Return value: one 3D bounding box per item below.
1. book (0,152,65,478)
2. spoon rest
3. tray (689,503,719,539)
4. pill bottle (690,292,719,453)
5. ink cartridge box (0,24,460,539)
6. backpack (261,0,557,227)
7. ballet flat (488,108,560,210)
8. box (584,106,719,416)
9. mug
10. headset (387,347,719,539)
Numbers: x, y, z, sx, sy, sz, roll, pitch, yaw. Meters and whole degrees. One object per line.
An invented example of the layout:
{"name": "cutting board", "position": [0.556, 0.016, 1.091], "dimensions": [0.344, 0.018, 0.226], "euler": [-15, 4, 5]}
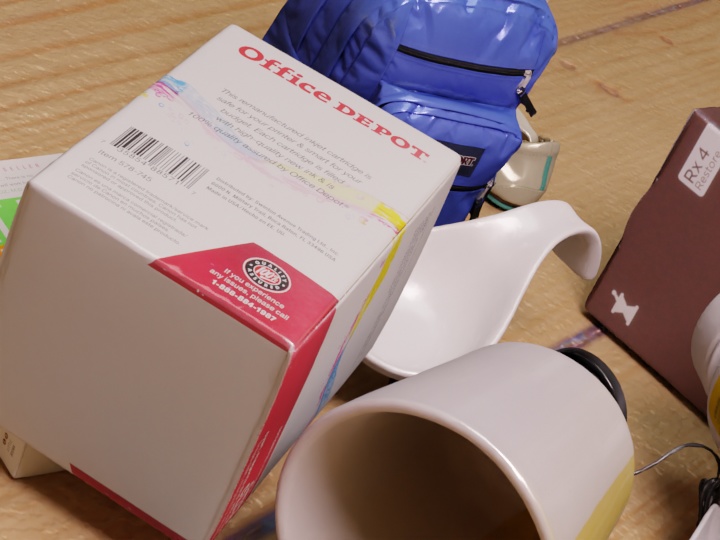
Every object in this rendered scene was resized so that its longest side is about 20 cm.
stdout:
{"name": "book", "position": [-0.168, 0.021, 1.022], "dimensions": [0.133, 0.048, 0.200], "euler": [-8, 46, -40]}
{"name": "spoon rest", "position": [0.066, 0.004, 1.112], "dimensions": [0.200, 0.061, 0.099], "euler": [-24, 59, -38]}
{"name": "tray", "position": [0.175, 0.206, 0.974], "dimensions": [0.107, 0.022, 0.200], "euler": [55, 32, -3]}
{"name": "pill bottle", "position": [0.255, 0.093, 1.048], "dimensions": [0.114, 0.114, 0.200], "euler": [12, 32, -21]}
{"name": "ink cartridge box", "position": [-0.069, 0.002, 0.944], "dimensions": [0.145, 0.145, 0.200], "euler": [31, 38, 9]}
{"name": "backpack", "position": [0.037, -0.124, 1.239], "dimensions": [0.162, 0.200, 0.168], "euler": [4, 45, -32]}
{"name": "ballet flat", "position": [0.059, -0.121, 1.390], "dimensions": [0.200, 0.070, 0.069], "euler": [36, 31, 18]}
{"name": "box", "position": [0.293, -0.004, 1.278], "dimensions": [0.200, 0.166, 0.164], "euler": [-13, 48, -47]}
{"name": "mug", "position": [0.060, 0.124, 0.947], "dimensions": [0.149, 0.187, 0.153], "euler": [10, 23, 28]}
{"name": "headset", "position": [0.108, 0.106, 1.086], "dimensions": [0.200, 0.094, 0.124], "euler": [15, 30, 13]}
